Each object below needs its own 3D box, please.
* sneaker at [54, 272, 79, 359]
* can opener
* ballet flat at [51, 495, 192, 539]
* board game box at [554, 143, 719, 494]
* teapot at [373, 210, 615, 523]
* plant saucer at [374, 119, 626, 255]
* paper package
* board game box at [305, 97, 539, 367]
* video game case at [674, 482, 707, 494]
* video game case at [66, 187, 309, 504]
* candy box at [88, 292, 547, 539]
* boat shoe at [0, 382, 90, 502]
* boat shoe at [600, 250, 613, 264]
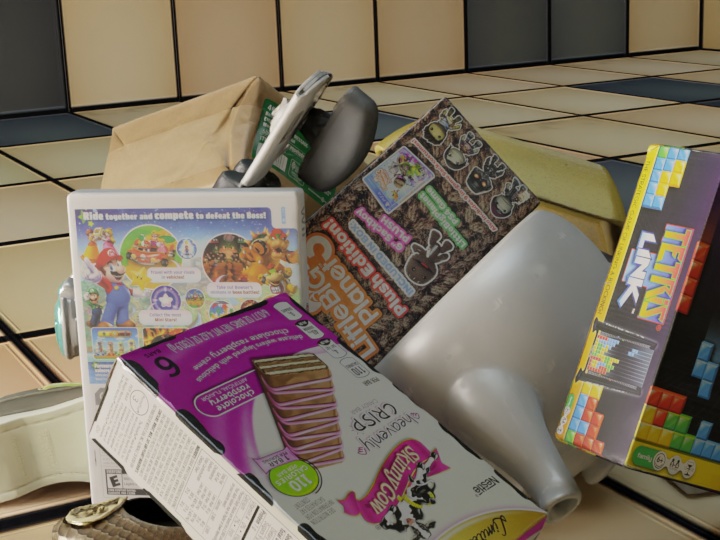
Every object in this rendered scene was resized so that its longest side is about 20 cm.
[{"bbox_3d":[-0.142,0.015,0.979,0.091,0.078,0.200,7,27,17],"label":"sneaker"},{"bbox_3d":[-0.060,-0.035,0.815,0.067,0.200,0.053,36,28,4],"label":"can opener"},{"bbox_3d":[-0.078,0.140,0.757,0.199,0.047,0.067,-1,14,4],"label":"ballet flat"},{"bbox_3d":[0.215,0.041,0.727,0.200,0.166,0.057,18,1,-37],"label":"board game box"},{"bbox_3d":[0.101,0.070,0.815,0.200,0.146,0.197,-43,-4,-29],"label":"teapot"},{"bbox_3d":[0.123,-0.065,1.066,0.199,0.049,0.200,19,-7,12],"label":"plant saucer"},{"bbox_3d":[-0.098,-0.057,1.147,0.190,0.104,0.200,-14,-34,35],"label":"paper package"},{"bbox_3d":[0.000,0.000,0.906,0.200,0.097,0.159,-43,1,-19],"label":"board game box"},{"bbox_3d":[0.246,0.101,0.917,0.142,0.018,0.200,-6,15,-12],"label":"video game case"},{"bbox_3d":[-0.100,0.050,0.799,0.143,0.201,0.018,0,13,10],"label":"video game case"},{"bbox_3d":[-0.022,0.105,0.682,0.200,0.061,0.136,39,34,22],"label":"candy box"},{"bbox_3d":[-0.183,0.105,0.862,0.201,0.072,0.060,-8,20,-8],"label":"boat shoe"},{"bbox_3d":[0.157,0.019,0.936,0.073,0.075,0.200,30,-7,-39],"label":"boat shoe"}]
